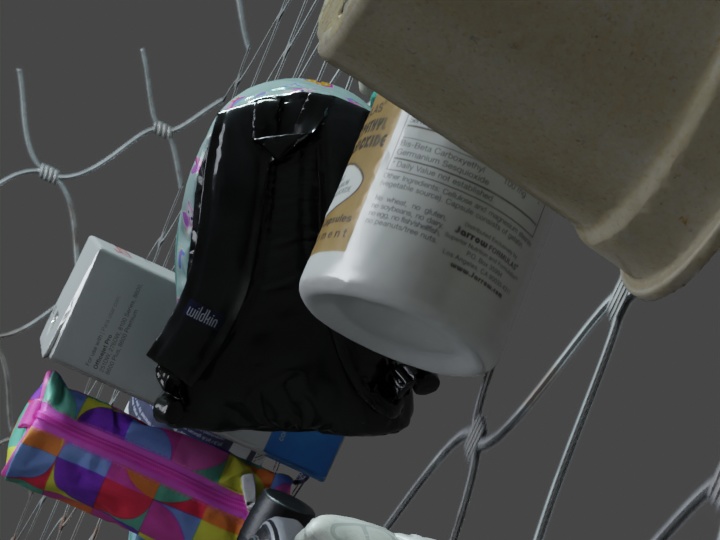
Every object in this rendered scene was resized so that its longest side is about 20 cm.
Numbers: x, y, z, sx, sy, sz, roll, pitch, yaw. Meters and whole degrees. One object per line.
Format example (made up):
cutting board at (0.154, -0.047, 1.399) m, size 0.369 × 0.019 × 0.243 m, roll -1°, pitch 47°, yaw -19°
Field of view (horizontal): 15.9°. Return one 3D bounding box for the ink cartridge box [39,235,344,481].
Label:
ink cartridge box at (-0.105, 0.056, 1.715) m, size 0.084 × 0.200 × 0.145 m, roll -65°, pitch 10°, yaw -1°

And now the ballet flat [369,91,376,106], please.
ballet flat at (0.060, -0.142, 1.740) m, size 0.070 × 0.067 × 0.200 m, roll -53°, pitch 6°, yaw -23°

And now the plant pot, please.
plant pot at (0.087, -0.114, 1.129) m, size 0.201 × 0.183 × 0.201 m, roll -62°, pitch 10°, yaw 19°

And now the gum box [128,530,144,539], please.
gum box at (-0.150, 0.148, 2.085) m, size 0.170 × 0.044 × 0.201 m, roll -97°, pitch 21°, yaw -73°

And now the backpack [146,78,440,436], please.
backpack at (-0.042, -0.010, 1.499) m, size 0.127 × 0.166 × 0.201 m, roll -133°, pitch 44°, yaw -80°

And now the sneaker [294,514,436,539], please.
sneaker at (-0.023, 0.211, 1.228) m, size 0.075 × 0.081 × 0.200 m, roll -41°, pitch 27°, yaw 64°

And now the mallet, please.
mallet at (-0.050, 0.198, 1.563) m, size 0.066 × 0.041 × 0.200 m, roll -63°, pitch 13°, yaw 15°

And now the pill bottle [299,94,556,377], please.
pill bottle at (0.053, -0.055, 1.380) m, size 0.200 × 0.114 × 0.114 m, roll -67°, pitch 9°, yaw -16°

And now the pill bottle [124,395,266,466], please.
pill bottle at (-0.110, 0.096, 1.913) m, size 0.200 × 0.111 × 0.111 m, roll -61°, pitch 10°, yaw 25°

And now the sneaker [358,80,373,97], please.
sneaker at (0.043, -0.197, 1.984) m, size 0.200 × 0.075 × 0.090 m, roll 122°, pitch 163°, yaw -70°

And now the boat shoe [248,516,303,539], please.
boat shoe at (-0.085, 0.233, 1.469) m, size 0.072 × 0.068 × 0.201 m, roll -164°, pitch 92°, yaw -73°

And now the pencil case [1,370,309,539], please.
pencil case at (-0.137, 0.139, 1.720) m, size 0.088 × 0.200 × 0.089 m, roll -158°, pitch 90°, yaw -89°
